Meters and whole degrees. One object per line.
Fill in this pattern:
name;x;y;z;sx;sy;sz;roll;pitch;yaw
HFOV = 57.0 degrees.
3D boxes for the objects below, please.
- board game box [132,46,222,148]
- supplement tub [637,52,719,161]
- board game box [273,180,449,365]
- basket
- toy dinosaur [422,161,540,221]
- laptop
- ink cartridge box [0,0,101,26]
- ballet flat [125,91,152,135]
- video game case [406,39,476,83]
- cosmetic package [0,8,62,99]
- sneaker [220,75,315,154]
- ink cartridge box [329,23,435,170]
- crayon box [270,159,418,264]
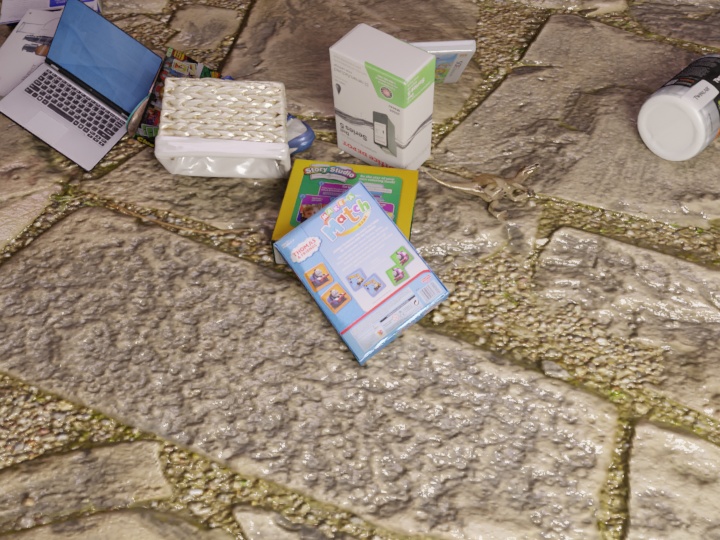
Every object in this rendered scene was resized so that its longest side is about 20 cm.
board game box;-0.309;-0.283;1.135;0.104;0.023;0.202;25;56;-27
supplement tub;0.565;-0.280;1.104;0.199;0.123;0.122;-37;60;-24
board game box;0.000;0.000;0.895;0.151;0.037;0.201;-36;75;-7
basket;-0.207;-0.219;1.029;0.197;0.136;0.125;1;85;-4
toy dinosaur;0.201;-0.127;1.046;0.197;0.059;0.102;-8;37;-15
laptop;-0.468;-0.310;1.103;0.186;0.116;0.201;34;60;-4
ink cartridge box;-0.652;-0.570;1.406;0.195;0.047;0.202;-12;54;-10
ballet flat;-0.329;-0.296;1.172;0.067;0.068;0.201;30;57;3
video game case;0.086;-0.356;1.154;0.197;0.182;0.022;-3;90;-2
cosmetic package;-0.591;-0.382;1.214;0.149;0.052;0.202;13;67;22
sneaker;-0.168;-0.265;1.128;0.198;0.089;0.076;23;53;16
ink cartridge box;0.036;-0.260;1.050;0.145;0.201;0.084;31;60;24
crayon box;-0.019;-0.083;1.001;0.197;0.059;0.174;7;51;6
